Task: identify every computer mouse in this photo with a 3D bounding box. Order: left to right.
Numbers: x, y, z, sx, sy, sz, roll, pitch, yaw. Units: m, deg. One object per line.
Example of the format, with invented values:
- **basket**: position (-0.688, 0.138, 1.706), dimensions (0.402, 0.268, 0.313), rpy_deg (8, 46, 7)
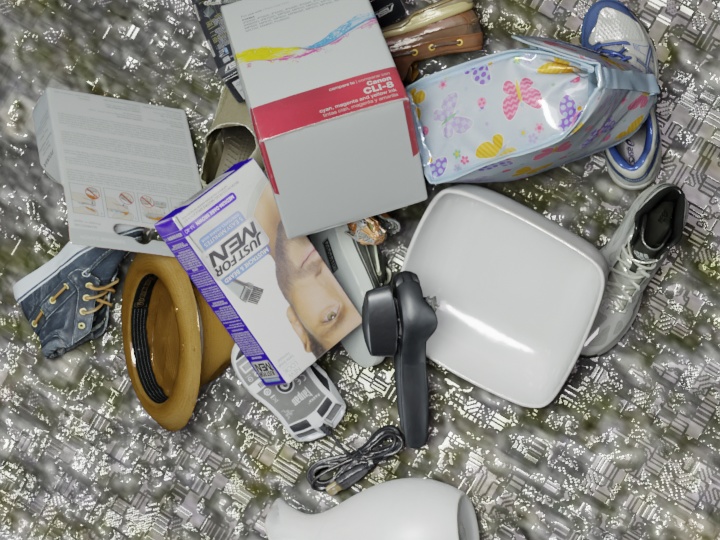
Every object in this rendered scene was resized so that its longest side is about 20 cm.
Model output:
- **computer mouse**: position (-0.054, 0.135, 1.674), dimensions (0.110, 0.044, 0.200), rpy_deg (-36, 101, 10)

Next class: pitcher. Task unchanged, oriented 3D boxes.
- **pitcher**: position (0.021, 0.300, 1.642), dimensions (0.200, 0.121, 0.172), rpy_deg (-10, 105, 19)

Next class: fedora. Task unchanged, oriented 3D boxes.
- **fedora**: position (-0.182, 0.066, 1.678), dimensions (0.082, 0.201, 0.201), rpy_deg (-7, 84, -31)

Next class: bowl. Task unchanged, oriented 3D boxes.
- **bowl**: position (0.144, 0.017, 1.621), dimensions (0.200, 0.075, 0.200), rpy_deg (28, 123, 12)

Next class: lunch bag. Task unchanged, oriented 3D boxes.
- **lunch bag**: position (0.170, -0.160, 1.546), dimensions (0.200, 0.170, 0.127), rpy_deg (-15, 87, 30)

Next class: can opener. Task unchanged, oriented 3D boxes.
- **can opener**: position (0.047, 0.090, 1.633), dimensions (0.078, 0.063, 0.200), rpy_deg (-6, 124, 3)

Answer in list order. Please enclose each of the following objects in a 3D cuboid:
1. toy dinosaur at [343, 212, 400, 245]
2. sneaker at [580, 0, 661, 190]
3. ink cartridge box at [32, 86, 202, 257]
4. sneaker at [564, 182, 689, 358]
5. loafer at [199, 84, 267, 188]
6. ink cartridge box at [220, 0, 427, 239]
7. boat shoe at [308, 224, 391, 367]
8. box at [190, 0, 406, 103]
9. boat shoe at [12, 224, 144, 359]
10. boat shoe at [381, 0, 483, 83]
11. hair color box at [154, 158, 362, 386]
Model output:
- **toy dinosaur**: position (-0.014, -0.118, 1.645), dimensions (0.136, 0.102, 0.200), rpy_deg (-25, 83, -22)
- **sneaker**: position (0.271, -0.185, 1.637), dimensions (0.075, 0.088, 0.200), rpy_deg (-13, 83, 9)
- **ink cartridge box**: position (-0.243, -0.089, 1.650), dimensions (0.047, 0.160, 0.200), rpy_deg (-48, 45, 43)
- **sneaker**: position (0.261, -0.004, 1.613), dimensions (0.076, 0.115, 0.201), rpy_deg (31, 92, 9)
- **loafer**: position (-0.121, -0.144, 1.681), dimensions (0.076, 0.068, 0.200), rpy_deg (-1, 64, 16)
- **ink cartridge box**: position (-0.036, -0.163, 1.547), dimensions (0.144, 0.145, 0.200), rpy_deg (-17, 50, -2)
- **boat shoe**: position (0.000, 0.000, 1.674), dimensions (0.064, 0.071, 0.200), rpy_deg (-10, 78, -35)
- **box**: position (-0.071, -0.284, 1.682), dimensions (0.200, 0.049, 0.161), rpy_deg (-29, 54, 6)
- **boat shoe**: position (-0.281, 0.017, 1.694), dimensions (0.200, 0.071, 0.091), rpy_deg (-33, 79, 37)
- **boat shoe**: position (0.034, -0.225, 1.685), dimensions (0.200, 0.072, 0.068), rpy_deg (-21, 98, 13)
- **hair color box**: position (-0.099, 0.003, 1.597), dimensions (0.109, 0.065, 0.200), rpy_deg (-39, 103, -24)
